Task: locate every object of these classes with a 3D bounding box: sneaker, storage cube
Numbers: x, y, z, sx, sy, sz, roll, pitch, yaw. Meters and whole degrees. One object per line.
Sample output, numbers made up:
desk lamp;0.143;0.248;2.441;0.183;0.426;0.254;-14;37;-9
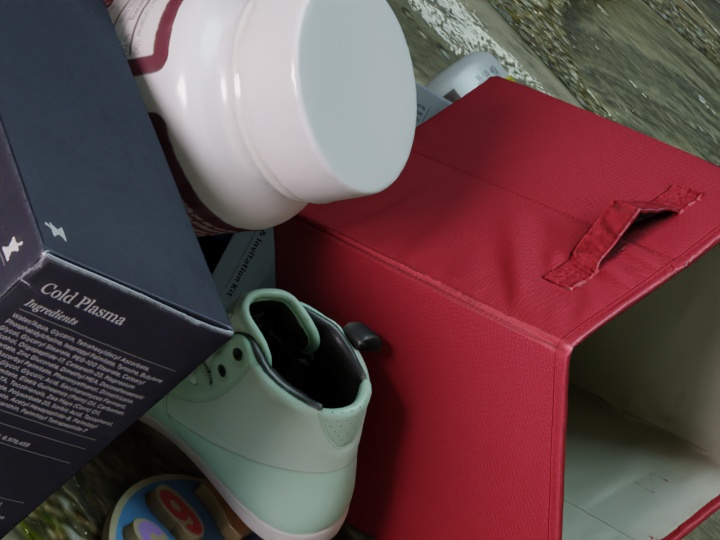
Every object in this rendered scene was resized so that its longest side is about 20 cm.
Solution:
sneaker;-0.072;0.025;1.098;0.200;0.118;0.074;39;50;18
storage cube;0.079;0.034;1.149;0.180;0.200;0.171;26;43;34

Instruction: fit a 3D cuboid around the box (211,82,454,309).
box;0.000;0.000;1.239;0.156;0.200;0.041;25;6;-46

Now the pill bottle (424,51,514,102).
pill bottle;0.107;-0.044;1.631;0.200;0.109;0.109;50;22;4

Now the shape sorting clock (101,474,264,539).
shape sorting clock;-0.037;0.172;1.093;0.200;0.039;0.200;41;23;-21

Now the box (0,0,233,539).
box;-0.171;-0.007;0.941;0.104;0.182;0.200;24;33;-46

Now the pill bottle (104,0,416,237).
pill bottle;-0.083;-0.070;1.051;0.114;0.200;0.115;14;74;-56

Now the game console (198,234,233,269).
game console;-0.074;-0.067;1.312;0.200;0.118;0.171;26;31;-45
